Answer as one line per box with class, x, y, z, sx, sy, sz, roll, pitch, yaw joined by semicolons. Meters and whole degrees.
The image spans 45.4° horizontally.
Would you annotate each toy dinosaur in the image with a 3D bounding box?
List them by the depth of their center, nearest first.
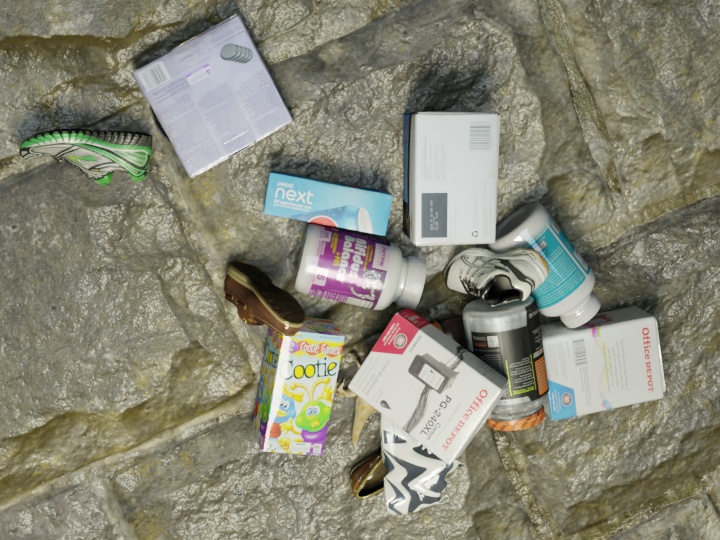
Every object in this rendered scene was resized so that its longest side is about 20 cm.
toy dinosaur;0.006;0.208;1.439;0.101;0.058;0.201;26;97;-10

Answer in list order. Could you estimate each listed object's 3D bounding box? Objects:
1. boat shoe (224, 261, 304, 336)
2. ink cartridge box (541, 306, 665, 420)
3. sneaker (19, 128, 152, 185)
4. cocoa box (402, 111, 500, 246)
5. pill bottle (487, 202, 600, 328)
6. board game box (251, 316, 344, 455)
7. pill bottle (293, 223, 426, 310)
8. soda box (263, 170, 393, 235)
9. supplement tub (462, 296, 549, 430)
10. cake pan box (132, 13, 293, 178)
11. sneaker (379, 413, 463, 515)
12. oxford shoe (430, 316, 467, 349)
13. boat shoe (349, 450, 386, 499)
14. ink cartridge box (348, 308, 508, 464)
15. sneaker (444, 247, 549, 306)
boat shoe;-0.153;0.056;1.342;0.072;0.200;0.068;10;108;-41
ink cartridge box;0.397;0.154;1.449;0.198;0.085;0.146;-10;101;-2
sneaker;-0.423;-0.174;1.324;0.198;0.078;0.086;3;100;-6
cocoa box;0.137;-0.147;1.349;0.132;0.131;0.202;-1;100;-5
pill bottle;0.305;-0.003;1.400;0.111;0.111;0.200;-39;100;3
board game box;-0.103;0.183;1.393;0.104;0.103;0.202;7;99;-18
pill bottle;0.000;0.000;1.374;0.198;0.112;0.113;13;99;-7
soda box;-0.052;-0.108;1.375;0.198;0.064;0.068;10;99;-6
supplement tub;0.237;0.147;1.387;0.122;0.123;0.202;-10;101;-3
cake pan box;-0.229;-0.267;1.339;0.199;0.052;0.185;-30;99;1
sneaker;0.098;0.288;1.389;0.128;0.080;0.201;-2;65;-2
oxford shoe;0.173;0.176;1.443;0.072;0.071;0.201;-19;102;-8
boat shoe;0.070;0.322;1.459;0.200;0.068;0.072;-40;101;3
ink cartridge box;0.106;0.176;1.323;0.199;0.083;0.146;35;100;13
sneaker;0.196;0.015;1.353;0.076;0.199;0.088;54;55;-20
